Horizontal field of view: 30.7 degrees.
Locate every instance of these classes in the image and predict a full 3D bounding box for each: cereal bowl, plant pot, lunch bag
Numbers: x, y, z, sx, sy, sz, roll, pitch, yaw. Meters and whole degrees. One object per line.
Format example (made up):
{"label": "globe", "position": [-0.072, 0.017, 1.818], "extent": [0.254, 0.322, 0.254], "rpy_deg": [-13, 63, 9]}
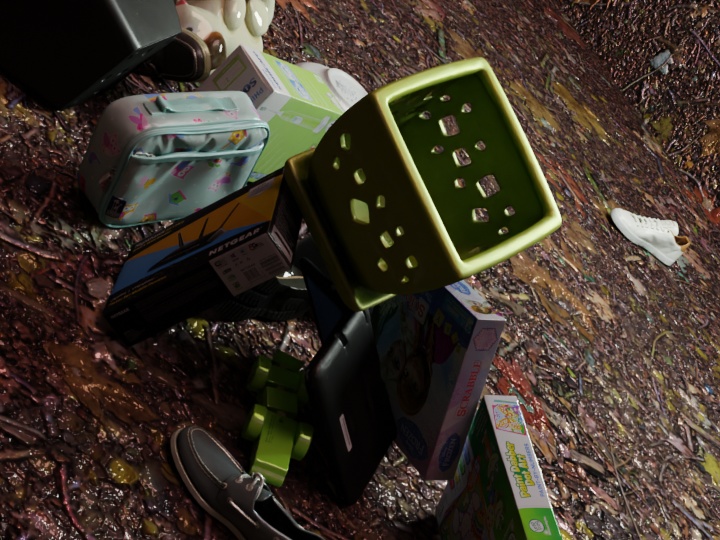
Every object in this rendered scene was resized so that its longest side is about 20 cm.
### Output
{"label": "cereal bowl", "position": [-0.039, -0.246, 2.004], "extent": [0.200, 0.083, 0.200], "rpy_deg": [36, 28, -22]}
{"label": "plant pot", "position": [0.053, -0.077, 1.331], "extent": [0.199, 0.181, 0.201], "rpy_deg": [-25, 89, -48]}
{"label": "plant pot", "position": [-0.330, -0.305, 1.542], "extent": [0.178, 0.199, 0.200], "rpy_deg": [55, 24, -7]}
{"label": "lunch bag", "position": [-0.206, -0.127, 1.449], "extent": [0.200, 0.161, 0.077], "rpy_deg": [-12, 60, -41]}

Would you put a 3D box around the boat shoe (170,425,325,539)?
{"label": "boat shoe", "position": [-0.100, 0.218, 1.246], "extent": [0.200, 0.062, 0.073], "rpy_deg": [50, 26, 9]}

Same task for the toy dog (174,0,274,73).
{"label": "toy dog", "position": [-0.218, -0.321, 1.807], "extent": [0.139, 0.195, 0.200], "rpy_deg": [7, 19, 17]}

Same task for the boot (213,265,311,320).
{"label": "boot", "position": [-0.147, -0.014, 1.522], "extent": [0.138, 0.077, 0.200], "rpy_deg": [53, 13, 24]}

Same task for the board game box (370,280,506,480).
{"label": "board game box", "position": [0.070, 0.096, 1.465], "extent": [0.041, 0.200, 0.200], "rpy_deg": [4, 24, -29]}

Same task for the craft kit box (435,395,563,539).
{"label": "craft kit box", "position": [0.141, 0.271, 1.384], "extent": [0.048, 0.200, 0.198], "rpy_deg": [2, 40, -17]}

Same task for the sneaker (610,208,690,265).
{"label": "sneaker", "position": [0.614, -0.092, 2.768], "extent": [0.200, 0.085, 0.073], "rpy_deg": [29, 31, -28]}

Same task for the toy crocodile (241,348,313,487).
{"label": "toy crocodile", "position": [-0.089, 0.151, 1.373], "extent": [0.067, 0.062, 0.200], "rpy_deg": [19, 35, -13]}

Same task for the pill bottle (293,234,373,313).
{"label": "pill bottle", "position": [0.000, 0.000, 1.664], "extent": [0.200, 0.112, 0.112], "rpy_deg": [1, 50, -57]}

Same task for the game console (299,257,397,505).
{"label": "game console", "position": [-0.037, 0.119, 1.412], "extent": [0.176, 0.116, 0.201], "rpy_deg": [-55, 143, -41]}

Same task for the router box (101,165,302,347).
{"label": "router box", "position": [-0.157, -0.015, 1.344], "extent": [0.051, 0.199, 0.149], "rpy_deg": [57, 19, -24]}

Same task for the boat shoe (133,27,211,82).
{"label": "boat shoe", "position": [-0.272, -0.275, 1.651], "extent": [0.200, 0.072, 0.066], "rpy_deg": [23, 31, 36]}

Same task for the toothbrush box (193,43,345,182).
{"label": "toothbrush box", "position": [-0.129, -0.194, 1.692], "extent": [0.086, 0.146, 0.200], "rpy_deg": [55, 21, 18]}
